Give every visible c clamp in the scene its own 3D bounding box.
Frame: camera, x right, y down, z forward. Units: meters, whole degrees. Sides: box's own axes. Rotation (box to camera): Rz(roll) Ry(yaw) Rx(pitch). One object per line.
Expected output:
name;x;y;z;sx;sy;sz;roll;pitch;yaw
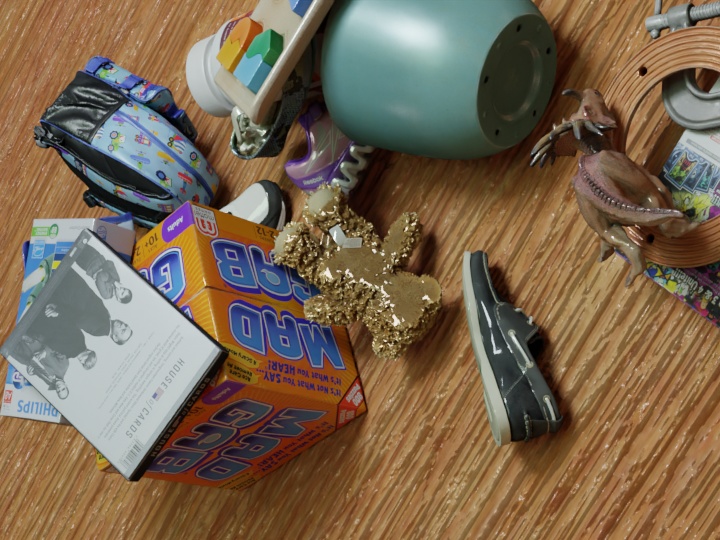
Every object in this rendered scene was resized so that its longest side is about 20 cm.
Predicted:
c clamp;0.320;-0.203;1.241;0.198;0.027;0.173;0;74;43

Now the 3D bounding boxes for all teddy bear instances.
teddy bear;0.000;0.000;1.473;0.198;0.067;0.146;22;75;21

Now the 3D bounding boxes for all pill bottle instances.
pill bottle;-0.094;-0.235;1.625;0.198;0.109;0.111;-12;70;40

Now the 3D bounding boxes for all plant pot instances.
plant pot;0.087;-0.195;1.393;0.160;0.200;0.203;22;93;37

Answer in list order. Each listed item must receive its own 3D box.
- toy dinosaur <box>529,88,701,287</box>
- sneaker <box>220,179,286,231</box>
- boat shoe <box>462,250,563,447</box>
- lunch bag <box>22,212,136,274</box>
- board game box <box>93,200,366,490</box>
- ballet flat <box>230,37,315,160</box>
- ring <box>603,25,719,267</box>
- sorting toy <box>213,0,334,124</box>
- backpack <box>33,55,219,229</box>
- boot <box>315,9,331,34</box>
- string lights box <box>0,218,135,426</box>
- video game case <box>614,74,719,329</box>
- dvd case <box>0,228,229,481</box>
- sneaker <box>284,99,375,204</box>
toy dinosaur;0.198;-0.072;1.197;0.085;0.136;0.200;-35;11;8
sneaker;-0.160;-0.025;1.649;0.200;0.080;0.074;-47;51;22
boat shoe;0.135;0.067;1.367;0.067;0.072;0.202;-13;55;1
lunch bag;-0.328;0.035;1.737;0.200;0.122;0.173;164;99;-67
board game box;-0.149;0.084;1.521;0.199;0.199;0.202;-35;56;31
ballet flat;-0.097;-0.178;1.533;0.201;0.073;0.075;111;147;-53
ring;0.277;-0.103;1.236;0.199;0.019;0.204;-7;81;45
sorting toy;-0.079;-0.245;1.426;0.186;0.036;0.200;-58;22;8
backpack;-0.246;-0.131;1.698;0.198;0.183;0.135;26;73;27
boot;0.030;-0.311;1.515;0.197;0.076;0.108;-9;45;-1
string lights box;-0.293;0.053;1.485;0.102;0.059;0.203;0;78;41
video game case;0.327;-0.042;1.222;0.200;0.036;0.183;40;105;43
dvd case;-0.235;0.078;1.396;0.199;0.025;0.151;39;95;24
sneaker;-0.016;-0.158;1.529;0.088;0.080;0.202;28;99;2
